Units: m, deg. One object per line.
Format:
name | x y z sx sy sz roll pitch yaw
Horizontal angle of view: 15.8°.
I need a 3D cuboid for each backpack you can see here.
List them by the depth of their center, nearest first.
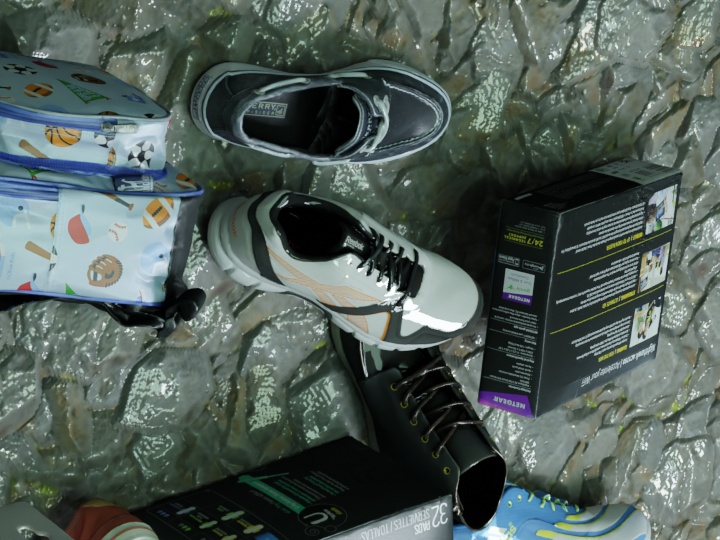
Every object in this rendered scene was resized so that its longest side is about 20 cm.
backpack | -0.205 -0.047 1.524 0.190 0.200 0.154 -5 105 -28

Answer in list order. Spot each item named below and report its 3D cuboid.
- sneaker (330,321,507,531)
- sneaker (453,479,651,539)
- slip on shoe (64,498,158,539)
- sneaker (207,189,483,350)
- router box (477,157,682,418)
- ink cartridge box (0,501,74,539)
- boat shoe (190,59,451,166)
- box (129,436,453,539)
sneaker | 0.048 0.082 1.802 0.075 0.106 0.200 -31 123 -23
sneaker | 0.131 0.191 1.925 0.200 0.076 0.105 -20 117 -28
slip on shoe | -0.209 0.233 1.706 0.200 0.061 0.074 -52 142 9
sneaker | 0.000 0.000 1.719 0.200 0.080 0.074 18 70 -25
router box | 0.158 0.009 1.844 0.200 0.051 0.149 -18 118 -57
ink cartridge box | -0.270 0.218 1.614 0.200 0.117 0.067 -16 117 -30
boat shoe | -0.012 -0.102 1.713 0.200 0.068 0.072 4 105 -37
box | -0.049 0.224 1.775 0.200 0.124 0.149 -17 116 -32
